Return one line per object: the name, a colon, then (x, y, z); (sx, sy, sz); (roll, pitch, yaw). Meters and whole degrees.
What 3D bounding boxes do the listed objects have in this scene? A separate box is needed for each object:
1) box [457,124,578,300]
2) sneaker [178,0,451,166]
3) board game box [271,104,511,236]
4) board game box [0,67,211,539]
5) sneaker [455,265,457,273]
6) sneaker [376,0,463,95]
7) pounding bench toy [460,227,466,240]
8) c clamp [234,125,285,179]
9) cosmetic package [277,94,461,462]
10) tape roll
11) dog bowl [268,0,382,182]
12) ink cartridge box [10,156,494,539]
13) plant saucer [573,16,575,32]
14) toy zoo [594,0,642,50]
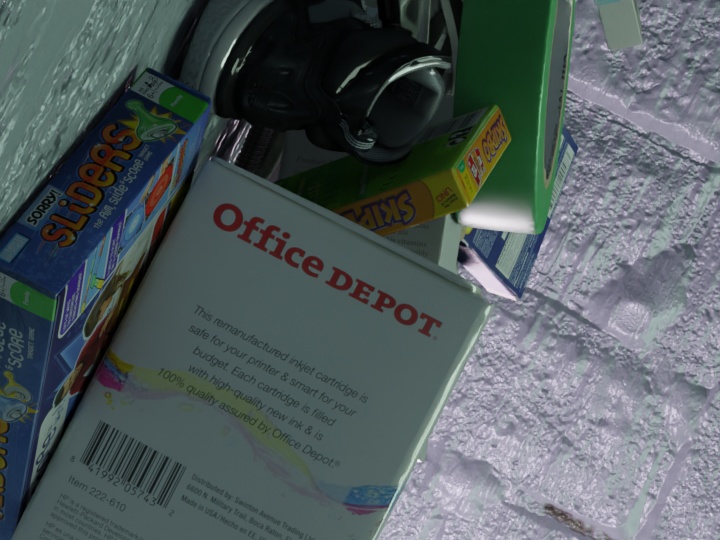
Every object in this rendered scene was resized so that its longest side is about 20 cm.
box: (0.096, -0.059, 1.211); (0.121, 0.032, 0.200); (-68, 161, -6)
sneaker: (-0.008, -0.112, 0.903); (0.076, 0.114, 0.200); (-67, 174, 33)
board game box: (-0.026, -0.029, 0.924); (0.030, 0.200, 0.096); (67, 25, -16)
board game box: (-0.127, 0.024, 0.809); (0.135, 0.034, 0.200); (-58, 172, -43)
sneaker: (0.016, -0.028, 1.273); (0.114, 0.073, 0.201); (14, -80, 54)
sneaker: (0.057, -0.139, 1.133); (0.074, 0.088, 0.201); (-129, -144, -67)
pounding bench toy: (-0.028, 0.034, 1.134); (0.156, 0.124, 0.200); (-27, 154, -30)
c clamp: (-0.048, -0.093, 1.080); (0.200, 0.027, 0.171); (-64, 175, 11)
cosmetic package: (0.000, 0.000, 1.026); (0.071, 0.101, 0.201); (51, 49, -75)
tape roll: (0.089, -0.122, 1.016); (0.200, 0.048, 0.201); (6, 90, -81)
dog bowl: (-0.007, -0.105, 1.265); (0.200, 0.059, 0.200); (-63, 174, -12)
ink cartridge box: (-0.046, 0.069, 0.827); (0.200, 0.144, 0.085); (-63, 174, 1)
plant saucer: (0.100, -0.125, 1.343); (0.200, 0.027, 0.200); (-53, -170, 13)
toy zoo: (0.128, -0.212, 0.980); (0.200, 0.020, 0.131); (-86, 163, -48)
